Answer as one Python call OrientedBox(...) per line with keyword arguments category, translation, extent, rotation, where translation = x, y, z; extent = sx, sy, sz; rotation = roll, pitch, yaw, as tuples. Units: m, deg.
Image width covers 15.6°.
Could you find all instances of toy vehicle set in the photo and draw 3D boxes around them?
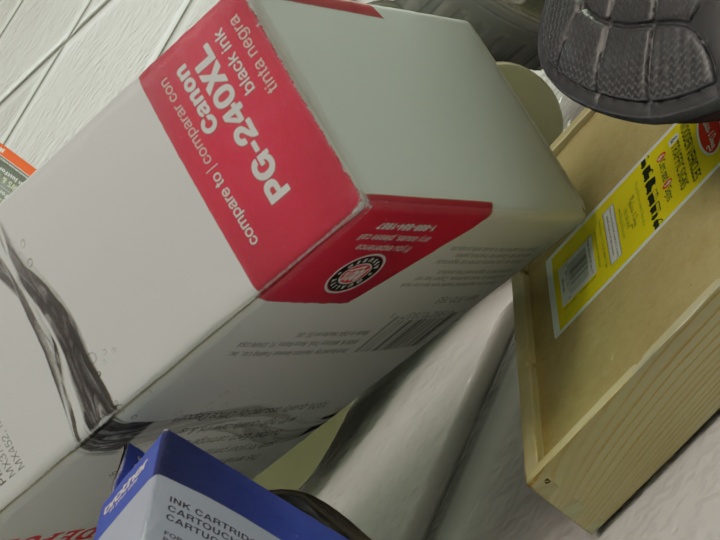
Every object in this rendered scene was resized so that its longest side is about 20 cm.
OrientedBox(category="toy vehicle set", translation=(0.097, -0.018, 0.821), extent=(0.124, 0.026, 0.200), rotation=(-47, 17, 21))

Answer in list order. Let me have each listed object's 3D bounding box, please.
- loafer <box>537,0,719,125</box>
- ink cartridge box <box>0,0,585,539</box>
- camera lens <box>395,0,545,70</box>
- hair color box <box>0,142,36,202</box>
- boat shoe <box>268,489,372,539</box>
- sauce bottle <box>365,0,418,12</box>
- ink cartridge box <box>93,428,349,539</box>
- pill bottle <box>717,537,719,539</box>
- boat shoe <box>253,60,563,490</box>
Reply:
OrientedBox(category="loafer", translation=(0.127, -0.071, 0.740), extent=(0.200, 0.063, 0.072), rotation=(-5, 70, 58))
OrientedBox(category="ink cartridge box", translation=(-0.050, 0.007, 0.832), extent=(0.200, 0.084, 0.145), rotation=(-39, -18, 24))
OrientedBox(category="camera lens", translation=(0.089, -0.192, 0.969), extent=(0.200, 0.160, 0.160), rotation=(-44, 18, 31))
OrientedBox(category="hair color box", translation=(-0.294, -0.008, 1.814), extent=(0.200, 0.101, 0.061), rotation=(-39, 20, 39))
OrientedBox(category="boat shoe", translation=(-0.069, 0.142, 0.882), extent=(0.200, 0.076, 0.072), rotation=(-41, 22, 44))
OrientedBox(category="sauce bottle", translation=(0.004, -0.073, 1.067), extent=(0.065, 0.065, 0.200), rotation=(-54, 2, -3))
OrientedBox(category="ink cartridge box", translation=(-0.020, 0.116, 0.698), extent=(0.042, 0.119, 0.200), rotation=(-52, 14, 21))
OrientedBox(category="pill bottle", translation=(0.038, 0.139, 0.487), extent=(0.200, 0.116, 0.117), rotation=(-46, 17, 24))
OrientedBox(category="boat shoe", translation=(-0.002, -0.002, 0.989), extent=(0.202, 0.073, 0.063), rotation=(-52, 18, 12))
